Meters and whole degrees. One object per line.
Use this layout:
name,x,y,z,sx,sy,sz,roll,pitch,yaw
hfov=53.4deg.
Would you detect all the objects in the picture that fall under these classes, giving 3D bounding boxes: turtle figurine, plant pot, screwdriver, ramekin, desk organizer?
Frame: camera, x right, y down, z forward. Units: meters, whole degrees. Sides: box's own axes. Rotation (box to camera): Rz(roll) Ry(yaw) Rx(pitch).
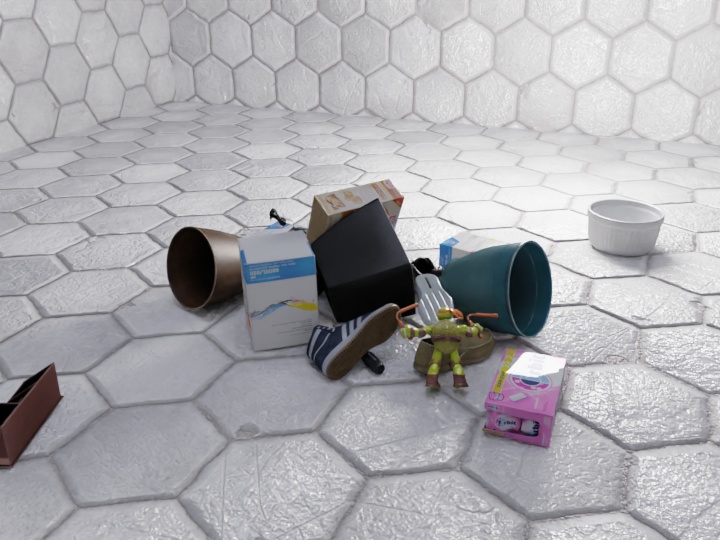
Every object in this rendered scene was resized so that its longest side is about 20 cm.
turtle figurine,0.168,0.136,1.331,0.199,0.162,0.064,1,-14,-10
plant pot,-0.317,-0.011,1.675,0.186,0.188,0.199,20,16,38
plant pot,0.281,0.038,1.527,0.187,0.201,0.200,0,19,41
screwdriver,-0.006,0.152,1.449,0.029,0.028,0.200,-36,36,-7
ramekin,0.717,-0.116,1.956,0.199,0.106,0.200,0,25,0
desk organizer,-0.582,0.237,1.208,0.071,0.077,0.200,1,24,2
plant pot,0.000,0.000,1.557,0.177,0.200,0.200,-20,56,-5

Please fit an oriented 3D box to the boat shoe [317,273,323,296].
boat shoe,-0.097,0.006,1.737,0.063,0.074,0.201,0,31,31

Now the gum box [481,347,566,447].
gum box,0.288,0.219,1.252,0.113,0.066,0.200,9,26,19

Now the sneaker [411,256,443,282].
sneaker,0.130,0.001,1.717,0.074,0.088,0.199,-20,30,-37

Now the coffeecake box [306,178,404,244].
coffeecake box,-0.015,-0.112,1.631,0.199,0.154,0.073,-16,52,-28

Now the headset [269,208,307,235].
headset,-0.173,-0.059,1.704,0.123,0.094,0.201,-30,48,13

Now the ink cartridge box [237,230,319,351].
ink cartridge box,-0.170,0.041,1.494,0.144,0.201,0.147,-8,25,-12

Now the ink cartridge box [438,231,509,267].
ink cartridge box,0.312,-0.033,1.818,0.199,0.068,0.116,18,30,35

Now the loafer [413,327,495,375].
loafer,0.191,0.148,1.413,0.199,0.068,0.076,-18,30,-35

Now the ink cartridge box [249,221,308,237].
ink cartridge box,-0.169,-0.052,1.844,0.199,0.085,0.145,13,28,26

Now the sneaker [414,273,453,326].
sneaker,0.153,0.079,1.473,0.073,0.071,0.200,-9,26,3

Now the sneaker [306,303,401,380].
sneaker,-0.019,0.122,1.415,0.200,0.070,0.108,-40,36,-19
